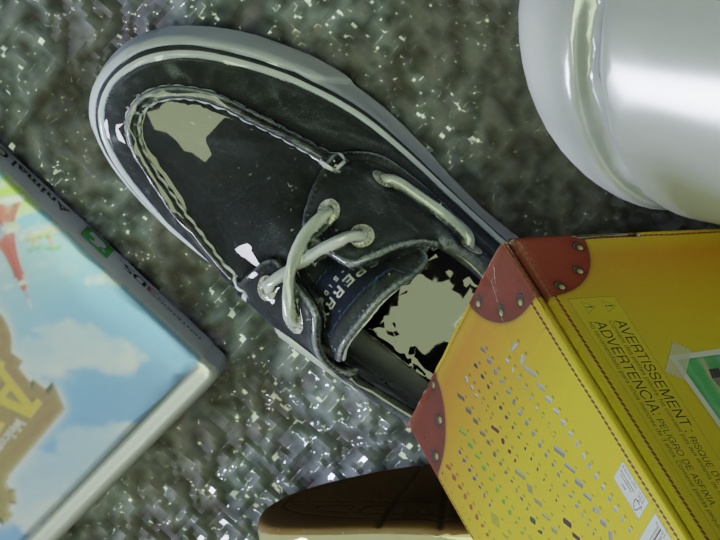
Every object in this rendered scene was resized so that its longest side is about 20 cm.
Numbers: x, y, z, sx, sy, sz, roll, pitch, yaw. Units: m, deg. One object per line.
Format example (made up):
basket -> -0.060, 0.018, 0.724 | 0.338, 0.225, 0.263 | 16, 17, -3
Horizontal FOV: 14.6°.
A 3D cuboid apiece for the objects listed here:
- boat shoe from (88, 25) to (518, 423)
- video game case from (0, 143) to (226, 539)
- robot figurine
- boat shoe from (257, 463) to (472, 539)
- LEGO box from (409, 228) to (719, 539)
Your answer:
boat shoe -> 0.000, 0.000, 0.848 | 0.200, 0.068, 0.072 | 39, 109, -3
video game case -> -0.174, 0.035, 0.914 | 0.182, 0.022, 0.200 | 43, 108, -4
robot figurine -> 0.124, -0.064, 0.758 | 0.200, 0.113, 0.170 | 15, 156, 42
boat shoe -> 0.067, 0.099, 0.863 | 0.200, 0.073, 0.063 | 3, 104, 9
LEGO box -> 0.126, 0.082, 0.747 | 0.149, 0.200, 0.077 | -2, 136, -32
